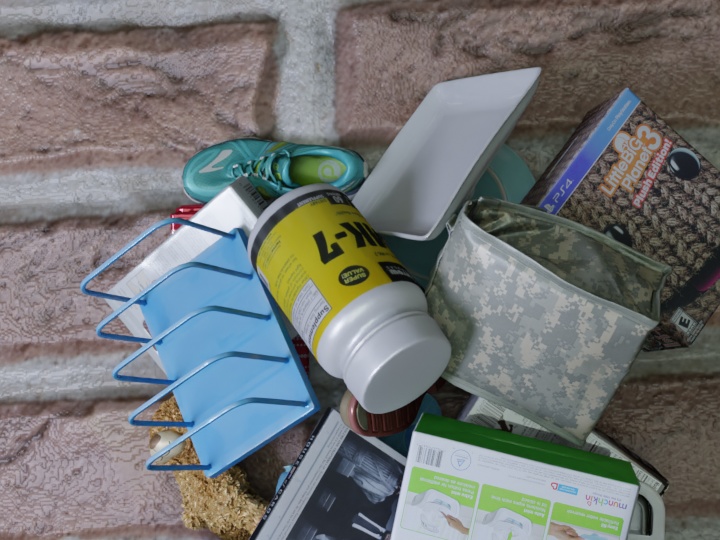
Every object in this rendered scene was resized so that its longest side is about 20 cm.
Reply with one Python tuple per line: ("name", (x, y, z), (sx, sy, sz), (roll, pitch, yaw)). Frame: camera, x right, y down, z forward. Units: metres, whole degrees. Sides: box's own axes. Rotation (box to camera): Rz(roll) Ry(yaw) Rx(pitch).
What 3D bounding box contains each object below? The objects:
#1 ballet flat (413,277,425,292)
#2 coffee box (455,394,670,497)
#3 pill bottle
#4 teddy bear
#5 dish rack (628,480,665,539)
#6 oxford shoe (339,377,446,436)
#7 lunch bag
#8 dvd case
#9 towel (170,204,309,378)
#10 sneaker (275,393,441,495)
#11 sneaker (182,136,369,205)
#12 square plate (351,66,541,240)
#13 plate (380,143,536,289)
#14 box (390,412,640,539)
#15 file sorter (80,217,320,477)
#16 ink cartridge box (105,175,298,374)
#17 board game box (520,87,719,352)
("ballet flat", (0.000, 0.000, 1.178), (0.200, 0.057, 0.067), (40, 116, 33))
("coffee box", (0.197, 0.180, 1.163), (0.199, 0.113, 0.080), (34, 92, 3))
("pill bottle", (-0.010, 0.025, 1.055), (0.114, 0.114, 0.200), (-40, 58, 3))
("teddy bear", (-0.153, 0.220, 1.187), (0.066, 0.145, 0.201), (-30, 92, -34))
("dish rack", (0.180, 0.270, 1.091), (0.198, 0.044, 0.174), (3, 97, 8))
("oxford shoe", (0.023, 0.111, 1.143), (0.074, 0.200, 0.071), (2, 104, 29))
("lunch bag", (0.153, 0.036, 1.056), (0.198, 0.118, 0.165), (25, 127, 6))
("dvd case", (0.012, 0.247, 1.103), (0.199, 0.025, 0.151), (35, 77, -14))
("towel", (-0.126, 0.031, 1.224), (0.143, 0.022, 0.203), (-1, 98, 3))
("sneaker", (-0.012, 0.196, 1.200), (0.199, 0.130, 0.080), (-37, 98, -33))
("sneaker", (-0.091, -0.106, 1.207), (0.198, 0.080, 0.078), (-4, 89, 5))
("square plate", (0.075, -0.107, 1.125), (0.028, 0.200, 0.199), (41, 76, -23))
("plate", (0.087, -0.054, 1.193), (0.198, 0.026, 0.203), (-4, 76, 16))
("box", (0.128, 0.240, 1.025), (0.198, 0.097, 0.179), (11, 96, 8))
("file sorter", (-0.157, 0.072, 1.085), (0.138, 0.122, 0.201), (-34, 68, 21))
("ink cartridge box", (-0.145, 0.026, 1.201), (0.199, 0.047, 0.160), (-37, 95, 23))
("board game box", (0.271, -0.046, 1.139), (0.200, 0.097, 0.160), (39, 77, -5))
